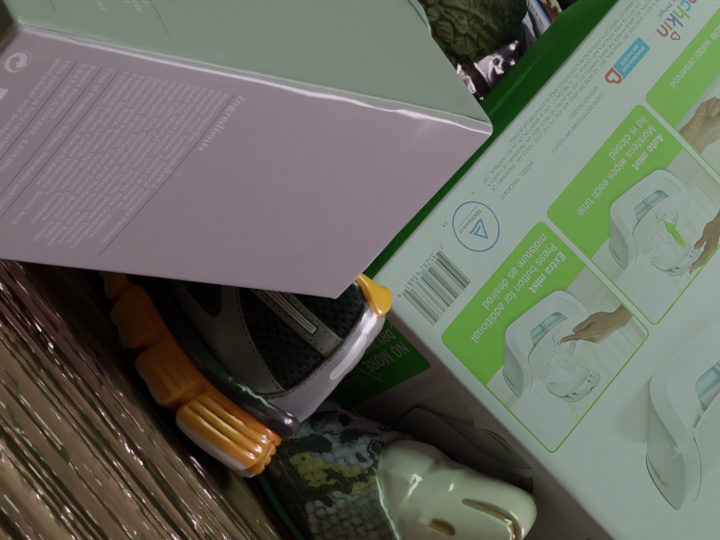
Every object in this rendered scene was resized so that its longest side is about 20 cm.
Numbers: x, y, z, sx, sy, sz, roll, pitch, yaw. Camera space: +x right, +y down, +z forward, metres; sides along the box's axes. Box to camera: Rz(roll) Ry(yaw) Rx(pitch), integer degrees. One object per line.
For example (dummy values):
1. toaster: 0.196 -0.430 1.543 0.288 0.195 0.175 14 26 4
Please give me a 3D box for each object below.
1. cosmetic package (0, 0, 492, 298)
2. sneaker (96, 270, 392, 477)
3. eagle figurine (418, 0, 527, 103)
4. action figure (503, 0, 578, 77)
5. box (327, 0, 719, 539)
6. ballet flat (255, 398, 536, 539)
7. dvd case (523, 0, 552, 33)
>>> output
1. cosmetic package: -0.067 -0.062 0.738 0.200 0.090 0.107 13 38 -51
2. sneaker: -0.056 -0.027 0.874 0.200 0.077 0.078 58 11 28
3. eagle figurine: -0.012 -0.132 0.949 0.200 0.152 0.151 61 -20 7
4. action figure: 0.109 -0.022 1.069 0.069 0.130 0.200 -42 115 -62
5. box: 0.101 0.013 0.943 0.176 0.200 0.097 45 -29 -8
6. ballet flat: 0.043 0.110 0.877 0.200 0.072 0.072 54 9 -3
7. dvd case: 0.035 -0.110 1.153 0.143 0.018 0.200 55 28 -26
